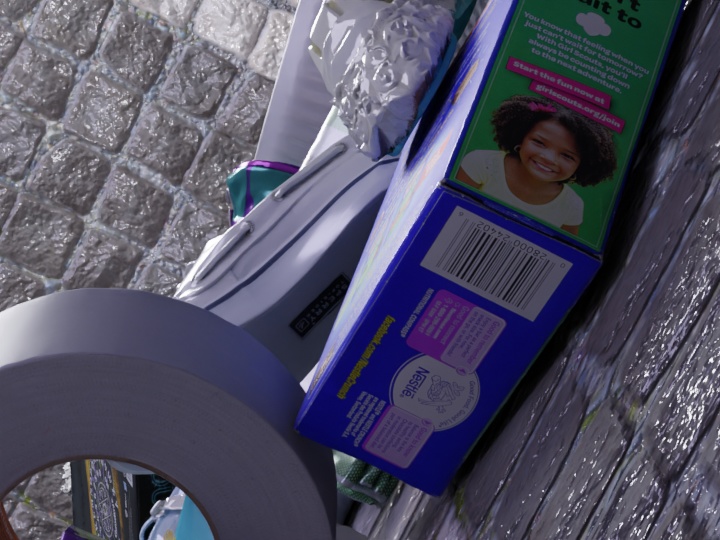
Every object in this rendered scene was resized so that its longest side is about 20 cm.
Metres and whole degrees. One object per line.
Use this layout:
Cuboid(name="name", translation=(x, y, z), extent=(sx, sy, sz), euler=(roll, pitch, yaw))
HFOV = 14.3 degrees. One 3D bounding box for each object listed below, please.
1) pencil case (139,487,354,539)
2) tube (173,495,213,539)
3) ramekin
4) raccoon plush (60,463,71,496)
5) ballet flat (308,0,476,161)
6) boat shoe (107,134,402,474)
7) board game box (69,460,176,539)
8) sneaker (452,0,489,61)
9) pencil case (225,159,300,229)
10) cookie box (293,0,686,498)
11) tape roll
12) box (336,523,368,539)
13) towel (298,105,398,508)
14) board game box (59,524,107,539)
Cuboid(name="pencil case", translation=(-0.033, 0.076, 1.459), extent=(0.200, 0.091, 0.083), euler=(-62, 6, -2))
Cuboid(name="tube", translation=(-0.076, 0.182, 1.349), extent=(0.050, 0.077, 0.201), euler=(-8, -57, -42))
Cuboid(name="ramekin", translation=(0.004, -0.106, 1.692), extent=(0.200, 0.105, 0.201), euler=(-164, 90, -89))
Cuboid(name="raccoon plush", translation=(-0.262, 0.233, 2.982), extent=(0.134, 0.096, 0.200), euler=(-90, -5, -48))
Cuboid(name="ballet flat", translation=(0.009, -0.102, 1.296), extent=(0.072, 0.072, 0.200), euler=(-61, 2, 19))
Cuboid(name="boat shoe", translation=(-0.050, 0.014, 1.351), extent=(0.200, 0.074, 0.065), euler=(-39, 47, -6))
Cuboid(name="board game box", translation=(-0.127, 0.151, 1.561), extent=(0.135, 0.028, 0.201), euler=(-130, 35, -56))
Cuboid(name="sneaker", translation=(0.072, -0.092, 1.485), extent=(0.114, 0.073, 0.201), euler=(-37, -25, -56))
Cuboid(name="pencil case", translation=(-0.048, 0.042, 1.542), extent=(0.085, 0.092, 0.201), euler=(6, -82, -64))
Cuboid(name="cookie box", translation=(0.058, -0.034, 1.210), extent=(0.171, 0.075, 0.200), euler=(-59, 7, 46))
Cuboid(name="tape roll", translation=(-0.109, 0.110, 1.242), extent=(0.201, 0.200, 0.066), euler=(-60, 11, 23))
Cuboid(name="box", translation=(-0.054, 0.185, 1.401), extent=(0.200, 0.039, 0.042), euler=(-57, 9, 47))
Cuboid(name="towel", translation=(0.000, 0.000, 1.386), extent=(0.149, 0.031, 0.200), euler=(22, 85, 42))
Cuboid(name="board game box", translation=(-0.104, 0.221, 1.196), extent=(0.032, 0.120, 0.201), euler=(-8, -61, -86))
